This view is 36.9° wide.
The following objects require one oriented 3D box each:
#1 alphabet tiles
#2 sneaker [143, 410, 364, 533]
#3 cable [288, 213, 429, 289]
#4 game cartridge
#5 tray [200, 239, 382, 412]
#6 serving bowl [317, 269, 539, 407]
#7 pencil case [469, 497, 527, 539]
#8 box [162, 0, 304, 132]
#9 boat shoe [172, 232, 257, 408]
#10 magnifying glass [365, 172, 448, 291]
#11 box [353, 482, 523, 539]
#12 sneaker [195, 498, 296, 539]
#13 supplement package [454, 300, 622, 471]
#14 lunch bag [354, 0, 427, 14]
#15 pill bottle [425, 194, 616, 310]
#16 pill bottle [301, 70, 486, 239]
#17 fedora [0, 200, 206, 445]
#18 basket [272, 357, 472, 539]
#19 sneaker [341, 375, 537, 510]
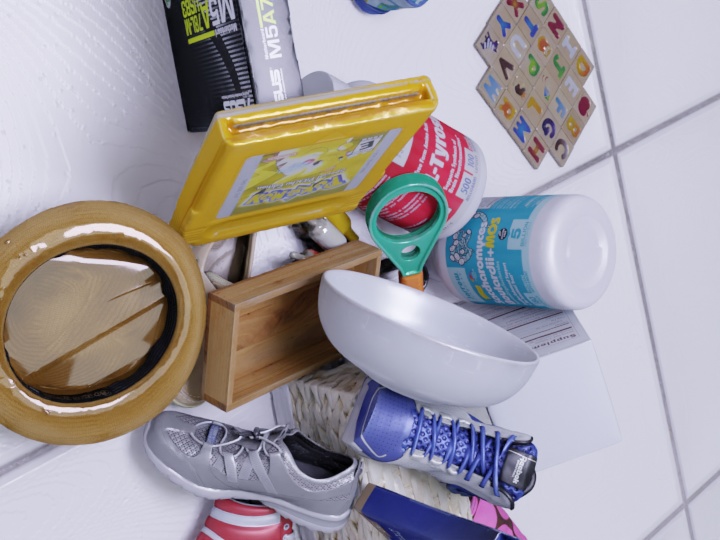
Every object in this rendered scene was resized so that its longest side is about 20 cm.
[{"bbox_3d":[0.208,-0.226,1.260,0.200,0.006,0.167,47,63,-31],"label":"alphabet tiles"},{"bbox_3d":[-0.089,0.156,0.940,0.198,0.075,0.083,19,123,-12],"label":"sneaker"},{"bbox_3d":[0.000,0.000,1.065,0.199,0.050,0.098,28,73,-37],"label":"cable"},{"bbox_3d":[-0.051,-0.079,0.849,0.174,0.200,0.033,-14,73,-24],"label":"game cartridge"},{"bbox_3d":[-0.059,0.044,0.966,0.199,0.037,0.100,-22,126,-50],"label":"tray"},{"bbox_3d":[0.050,0.067,0.922,0.198,0.199,0.067,15,101,-39],"label":"serving bowl"},{"bbox_3d":[0.138,0.314,1.172,0.200,0.090,0.094,49,28,-28],"label":"pencil case"},{"bbox_3d":[-0.112,-0.211,0.866,0.047,0.199,0.196,-12,101,-24],"label":"box"},{"bbox_3d":[-0.130,0.021,0.947,0.072,0.065,0.203,17,81,-39],"label":"boat shoe"},{"bbox_3d":[0.048,-0.014,1.052,0.079,0.023,0.201,-14,139,-7],"label":"magnifying glass"},{"bbox_3d":[0.093,0.242,0.898,0.121,0.199,0.033,48,65,-30],"label":"box"},{"bbox_3d":[-0.068,0.268,1.006,0.199,0.071,0.114,27,78,-35],"label":"sneaker"},{"bbox_3d":[0.175,0.100,1.104,0.116,0.200,0.118,-19,109,4],"label":"supplement package"},{"bbox_3d":[0.020,-0.365,1.048,0.200,0.082,0.162,46,65,-31],"label":"lunch bag"},{"bbox_3d":[0.151,-0.019,1.095,0.110,0.199,0.113,-1,91,-39],"label":"pill bottle"},{"bbox_3d":[0.020,-0.112,1.038,0.199,0.112,0.114,22,77,-38],"label":"pill bottle"},{"bbox_3d":[-0.223,0.038,0.857,0.198,0.082,0.204,-4,99,-29],"label":"fedora"},{"bbox_3d":[0.014,0.175,1.036,0.135,0.123,0.203,-20,104,-37],"label":"basket"},{"bbox_3d":[0.090,0.152,0.944,0.198,0.114,0.081,30,72,-36],"label":"sneaker"}]
